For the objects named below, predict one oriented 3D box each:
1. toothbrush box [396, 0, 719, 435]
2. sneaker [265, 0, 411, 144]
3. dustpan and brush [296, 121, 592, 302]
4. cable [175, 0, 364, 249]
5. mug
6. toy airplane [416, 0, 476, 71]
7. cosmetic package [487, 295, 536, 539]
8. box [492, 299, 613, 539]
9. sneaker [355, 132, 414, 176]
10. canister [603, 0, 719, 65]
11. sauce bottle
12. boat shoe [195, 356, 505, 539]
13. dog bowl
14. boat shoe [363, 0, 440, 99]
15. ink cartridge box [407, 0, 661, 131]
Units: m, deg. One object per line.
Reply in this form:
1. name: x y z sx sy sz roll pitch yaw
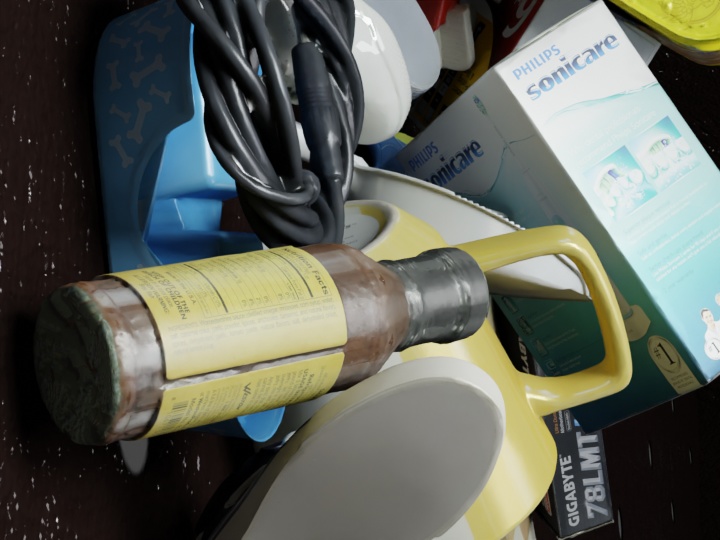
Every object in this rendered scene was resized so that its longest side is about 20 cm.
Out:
1. toothbrush box: 0.128 -0.025 1.085 0.200 0.085 0.146 54 -25 2
2. sneaker: -0.045 -0.114 0.968 0.200 0.075 0.089 50 45 -40
3. dustpan and brush: 0.015 -0.036 1.038 0.140 0.200 0.057 4 -101 65
4. cable: -0.036 -0.077 0.848 0.200 0.051 0.163 -80 164 -56
5. mug: 0.018 0.042 0.979 0.186 0.149 0.153 -32 114 -24
6. toy airplane: 0.023 -0.207 1.183 0.199 0.141 0.200 -64 170 1
7. cosmetic package: 0.065 0.125 1.312 0.105 0.071 0.200 -68 150 -64
8. box: 0.108 0.058 1.388 0.199 0.050 0.200 -129 -156 -61
9. sneaker: 0.000 0.000 1.142 0.105 0.076 0.200 38 45 -46
10. canister: 0.183 -0.191 1.193 0.087 0.148 0.200 -57 170 7
11. sauce bottle: -0.032 0.023 0.776 0.200 0.065 0.065 -8 92 -42
12. boat shoe: -0.014 0.087 0.822 0.075 0.200 0.093 37 28 -17
13. dog bowl: -0.073 -0.024 0.856 0.111 0.049 0.200 -2 87 -76
14. boat shoe: -0.035 -0.170 1.041 0.200 0.065 0.074 61 37 -8
15. ink cartridge box: 0.089 -0.112 1.288 0.176 0.084 0.200 -58 -163 9
